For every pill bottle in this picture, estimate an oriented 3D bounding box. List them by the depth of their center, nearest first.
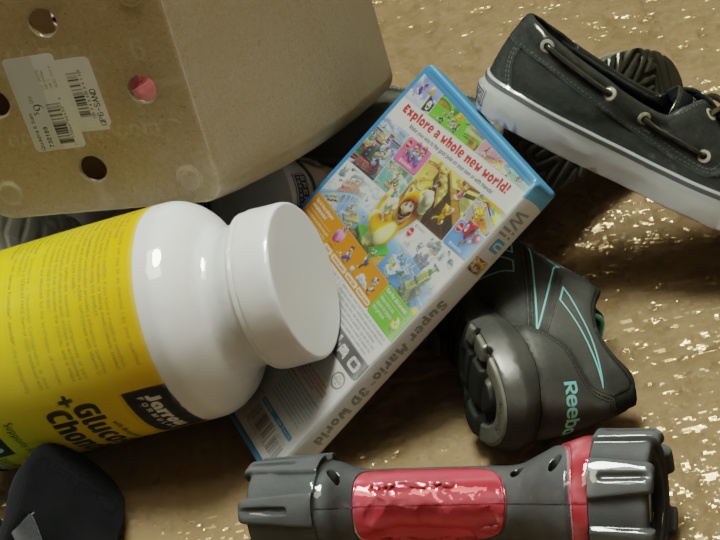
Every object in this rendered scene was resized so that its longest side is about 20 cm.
[{"bbox_3d":[-0.117,0.029,1.304,0.200,0.112,0.112,-15,32,22],"label":"pill bottle"}]

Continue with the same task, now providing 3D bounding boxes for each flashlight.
[{"bbox_3d":[0.044,0.109,1.197,0.200,0.068,0.068,-3,39,16],"label":"flashlight"}]

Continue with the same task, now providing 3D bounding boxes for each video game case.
[{"bbox_3d":[0.000,0.000,1.324,0.200,0.018,0.143,-48,35,8],"label":"video game case"}]

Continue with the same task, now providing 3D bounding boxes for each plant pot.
[{"bbox_3d":[-0.120,-0.132,1.360,0.200,0.200,0.177,-4,30,21],"label":"plant pot"}]

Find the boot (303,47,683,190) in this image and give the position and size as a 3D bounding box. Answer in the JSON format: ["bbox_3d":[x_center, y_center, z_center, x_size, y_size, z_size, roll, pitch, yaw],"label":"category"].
[{"bbox_3d":[0.059,-0.084,1.472,0.182,0.073,0.200,-16,11,-40],"label":"boot"}]

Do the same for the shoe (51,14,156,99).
[{"bbox_3d":[-0.203,-0.116,1.591,0.200,0.091,0.071,10,41,32],"label":"shoe"}]

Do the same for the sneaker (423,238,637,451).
[{"bbox_3d":[0.077,0.022,1.320,0.079,0.075,0.200,-6,37,-14],"label":"sneaker"}]

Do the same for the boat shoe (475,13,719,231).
[{"bbox_3d":[0.158,-0.069,1.326,0.200,0.057,0.069,23,19,-8],"label":"boat shoe"}]

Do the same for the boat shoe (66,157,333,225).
[{"bbox_3d":[-0.091,-0.041,1.466,0.200,0.072,0.066,-5,-1,40],"label":"boat shoe"}]

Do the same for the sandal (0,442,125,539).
[{"bbox_3d":[-0.140,0.141,1.208,0.043,0.076,0.200,-49,25,24],"label":"sandal"}]

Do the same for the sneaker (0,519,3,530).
[{"bbox_3d":[-0.250,0.133,1.300,0.200,0.074,0.088,25,80,39],"label":"sneaker"}]

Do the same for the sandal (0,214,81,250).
[{"bbox_3d":[-0.213,-0.021,1.393,0.050,0.203,0.083,-32,44,24],"label":"sandal"}]
